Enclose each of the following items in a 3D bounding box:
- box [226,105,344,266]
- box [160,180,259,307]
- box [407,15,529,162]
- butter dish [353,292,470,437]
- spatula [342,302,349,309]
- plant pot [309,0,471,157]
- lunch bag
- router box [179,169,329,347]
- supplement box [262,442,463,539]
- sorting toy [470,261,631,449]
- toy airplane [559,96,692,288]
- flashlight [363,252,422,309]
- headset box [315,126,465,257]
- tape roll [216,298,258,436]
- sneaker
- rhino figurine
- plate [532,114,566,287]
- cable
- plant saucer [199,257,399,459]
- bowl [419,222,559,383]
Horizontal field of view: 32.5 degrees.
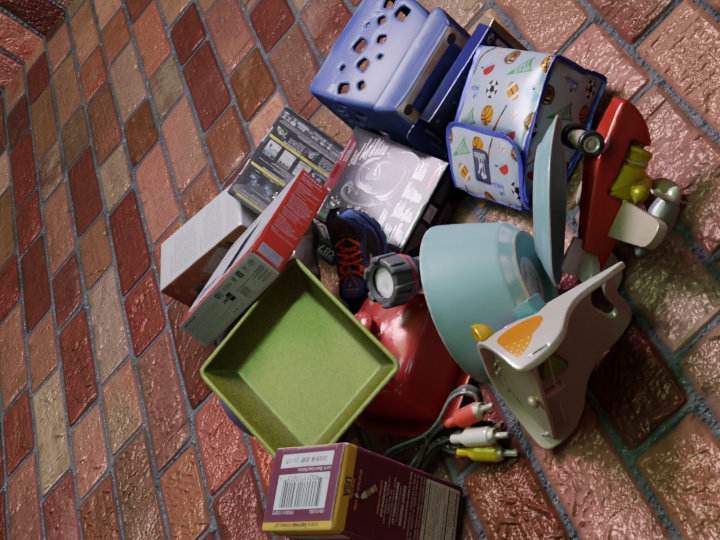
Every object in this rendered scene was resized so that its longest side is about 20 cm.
[{"bbox_3d":[-0.077,-0.127,1.871,0.162,0.200,0.049,-56,4,3],"label":"box"},{"bbox_3d":[-0.202,-0.024,1.982,0.200,0.152,0.107,-37,40,29],"label":"box"},{"bbox_3d":[0.160,-0.237,1.721,0.201,0.121,0.032,-57,39,3],"label":"box"},{"bbox_3d":[0.043,0.099,1.591,0.199,0.148,0.201,0,65,52],"label":"butter dish"},{"bbox_3d":[-0.047,0.071,1.833,0.200,0.021,0.057,-28,43,35],"label":"spatula"},{"bbox_3d":[0.081,-0.274,1.791,0.180,0.200,0.201,29,86,49],"label":"plant pot"},{"bbox_3d":[0.206,-0.186,1.634,0.170,0.123,0.201,25,99,55],"label":"lunch bag"},{"bbox_3d":[-0.139,-0.015,1.622,0.200,0.049,0.180,-43,13,42],"label":"router box"},{"bbox_3d":[0.005,0.279,1.450,0.131,0.200,0.104,-14,59,45],"label":"supplement box"},{"bbox_3d":[0.228,0.072,1.361,0.180,0.200,0.107,-37,55,-8],"label":"sorting toy"},{"bbox_3d":[0.304,-0.072,1.431,0.199,0.140,0.201,104,162,-58],"label":"toy airplane"},{"bbox_3d":[0.099,-0.004,1.564,0.068,0.199,0.068,55,139,26],"label":"flashlight"},{"bbox_3d":[0.033,-0.106,1.770,0.199,0.077,0.149,24,84,37],"label":"headset box"},{"bbox_3d":[-0.096,0.134,1.689,0.085,0.200,0.201,0,64,50],"label":"tape roll"},{"bbox_3d":[0.000,0.000,1.677,0.075,0.201,0.079,-4,37,27],"label":"sneaker"},{"bbox_3d":[-0.100,-0.041,1.792,0.060,0.087,0.201,125,147,-53],"label":"rhino figurine"},{"bbox_3d":[0.221,-0.081,1.442,0.025,0.200,0.201,1,60,15],"label":"plate"},{"bbox_3d":[0.093,0.204,1.498,0.199,0.098,0.050,-23,7,29],"label":"cable"},{"bbox_3d":[-0.071,0.123,1.538,0.200,0.048,0.200,45,102,20],"label":"plant saucer"},{"bbox_3d":[0.166,0.023,1.465,0.105,0.201,0.202,-23,47,26],"label":"bowl"}]
